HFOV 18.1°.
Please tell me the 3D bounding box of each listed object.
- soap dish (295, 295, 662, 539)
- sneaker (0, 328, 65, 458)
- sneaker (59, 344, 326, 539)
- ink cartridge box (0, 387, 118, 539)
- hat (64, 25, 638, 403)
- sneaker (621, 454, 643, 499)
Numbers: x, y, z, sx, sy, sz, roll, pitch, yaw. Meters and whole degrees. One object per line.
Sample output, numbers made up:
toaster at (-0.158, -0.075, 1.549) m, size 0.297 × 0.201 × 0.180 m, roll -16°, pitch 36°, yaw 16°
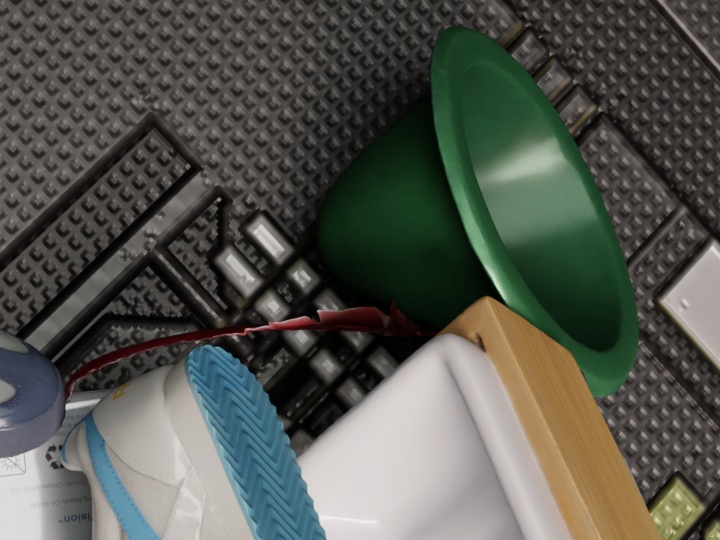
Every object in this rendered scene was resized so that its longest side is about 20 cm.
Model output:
soap dish at (0.053, 0.135, 0.883) m, size 0.081 × 0.157 × 0.201 m, roll -1°, pitch 57°, yaw -43°
sneaker at (-0.204, 0.013, 0.859) m, size 0.199 × 0.082 × 0.070 m, roll 15°, pitch 35°, yaw -8°
sneaker at (-0.052, 0.135, 0.863) m, size 0.076 × 0.081 × 0.201 m, roll 13°, pitch 55°, yaw -61°
ink cartridge box at (-0.161, 0.154, 0.895) m, size 0.195 × 0.043 × 0.201 m, roll -4°, pitch 85°, yaw -21°
hat at (0.000, 0.000, 0.984) m, size 0.200 × 0.175 × 0.166 m, roll 41°, pitch 33°, yaw -44°
sneaker at (0.118, 0.168, 0.973) m, size 0.088 × 0.075 × 0.201 m, roll 24°, pitch 46°, yaw -47°
